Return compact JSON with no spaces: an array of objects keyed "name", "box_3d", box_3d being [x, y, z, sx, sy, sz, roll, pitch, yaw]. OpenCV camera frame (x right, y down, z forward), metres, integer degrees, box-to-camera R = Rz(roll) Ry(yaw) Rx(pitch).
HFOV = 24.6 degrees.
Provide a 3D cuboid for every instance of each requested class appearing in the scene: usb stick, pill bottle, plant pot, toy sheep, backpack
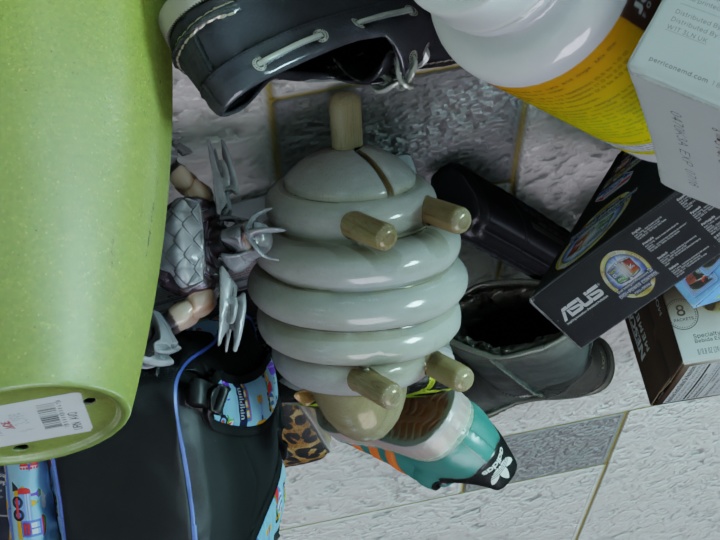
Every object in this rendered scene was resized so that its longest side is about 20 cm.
[{"name":"usb stick","box_3d":[0.108,-0.019,1.062,0.033,0.056,0.200,-40,147,18]},{"name":"pill bottle","box_3d":[0.107,-0.125,0.772,0.109,0.110,0.199,-29,151,31]},{"name":"plant pot","box_3d":[-0.162,-0.023,0.747,0.186,0.201,0.187,-11,155,-5]},{"name":"toy sheep","box_3d":[0.000,0.000,0.926,0.137,0.202,0.138,1,-164,0]},{"name":"backpack","box_3d":[-0.116,0.115,0.993,0.133,0.184,0.200,-3,-167,11]}]

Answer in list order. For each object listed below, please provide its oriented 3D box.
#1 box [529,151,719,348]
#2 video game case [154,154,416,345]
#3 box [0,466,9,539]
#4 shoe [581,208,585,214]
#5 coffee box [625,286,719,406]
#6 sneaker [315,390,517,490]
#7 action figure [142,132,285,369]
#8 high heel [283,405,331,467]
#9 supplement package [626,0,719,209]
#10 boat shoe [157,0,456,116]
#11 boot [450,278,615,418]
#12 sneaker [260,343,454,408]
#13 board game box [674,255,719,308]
[{"name":"box","box_3d":[0.195,-0.060,0.915,0.200,0.044,0.160,-41,-172,46]},{"name":"video game case","box_3d":[-0.047,-0.001,1.064,0.198,0.024,0.182,-16,155,4]},{"name":"box","box_3d":[-0.285,0.103,1.053,0.199,0.118,0.197,-22,154,17]},{"name":"shoe","box_3d":[0.237,-0.050,1.076,0.199,0.054,0.070,-20,126,5]},{"name":"coffee box","box_3d":[0.290,0.016,1.158,0.198,0.114,0.080,-7,155,-10]},{"name":"sneaker","box_3d":[0.035,0.110,1.131,0.080,0.072,0.200,42,170,-22]},{"name":"action figure","box_3d":[-0.137,-0.009,0.891,0.198,0.131,0.069,-6,159,10]},{"name":"high heel","box_3d":[-0.096,0.128,1.248,0.142,0.072,0.200,-19,164,-3]},{"name":"supplement package","box_3d":[0.214,-0.122,0.698,0.117,0.201,0.117,26,169,25]},{"name":"boat shoe","box_3d":[-0.002,-0.104,0.797,0.199,0.063,0.073,-7,153,-37]},{"name":"boot","box_3d":[0.085,0.060,1.148,0.181,0.073,0.200,-15,169,17]},{"name":"sneaker","box_3d":[-0.014,0.049,1.085,0.199,0.077,0.075,-12,166,44]},{"name":"board game box","box_3d":[0.276,-0.059,0.964,0.200,0.037,0.151,-46,164,21]}]
